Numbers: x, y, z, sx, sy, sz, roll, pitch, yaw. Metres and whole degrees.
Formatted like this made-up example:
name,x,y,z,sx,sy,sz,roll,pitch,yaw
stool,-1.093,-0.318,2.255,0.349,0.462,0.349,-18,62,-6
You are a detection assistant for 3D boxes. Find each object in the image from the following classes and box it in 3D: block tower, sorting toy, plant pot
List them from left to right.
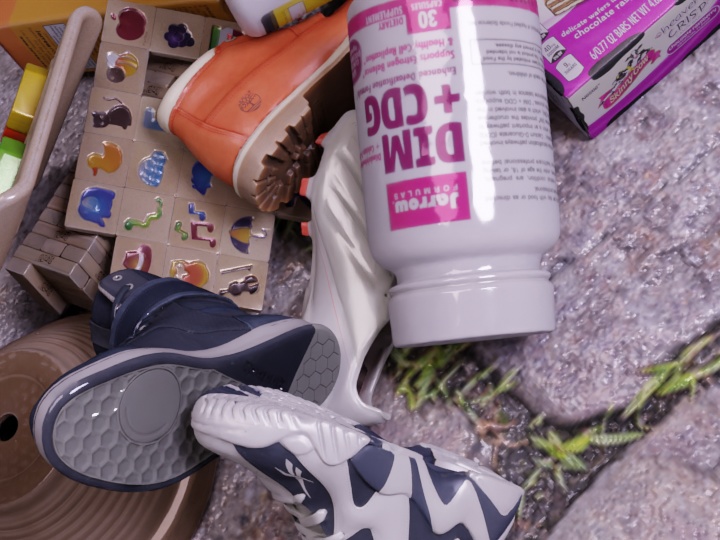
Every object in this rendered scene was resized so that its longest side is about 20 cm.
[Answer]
name,x,y,z,sx,sy,sz,roll,pitch,yaw
sorting toy,-0.229,-0.053,0.932,0.201,0.036,0.186,-81,18,-46
plant pot,-0.198,0.113,0.911,0.199,0.093,0.203,-9,65,21
block tower,-0.155,-0.063,0.972,0.057,0.054,0.201,16,65,30

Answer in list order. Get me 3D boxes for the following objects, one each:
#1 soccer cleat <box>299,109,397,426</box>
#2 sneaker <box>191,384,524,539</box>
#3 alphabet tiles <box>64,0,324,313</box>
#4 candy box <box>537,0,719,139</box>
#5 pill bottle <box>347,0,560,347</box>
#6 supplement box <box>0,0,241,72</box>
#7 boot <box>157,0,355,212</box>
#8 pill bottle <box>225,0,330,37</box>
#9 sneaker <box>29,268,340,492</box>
name,x,y,z,sx,sy,sz,roll,pitch,yaw
soccer cleat,0.000,0.000,0.888,0.077,0.069,0.202,4,77,21
sneaker,-0.016,0.145,0.770,0.079,0.198,0.131,19,87,56
alphabet tiles,-0.100,-0.075,0.945,0.165,0.008,0.202,10,69,-8
candy box,0.130,-0.200,0.916,0.136,0.061,0.200,-41,57,4
pill bottle,0.056,-0.060,0.832,0.112,0.113,0.202,-8,85,21
supplement box,-0.165,-0.189,1.040,0.198,0.069,0.067,-3,57,26
boot,-0.041,-0.138,0.932,0.107,0.075,0.200,31,63,25
pill bottle,-0.008,-0.236,0.887,0.199,0.112,0.113,-27,59,0
sneaker,-0.130,0.056,0.804,0.145,0.201,0.078,18,108,37
